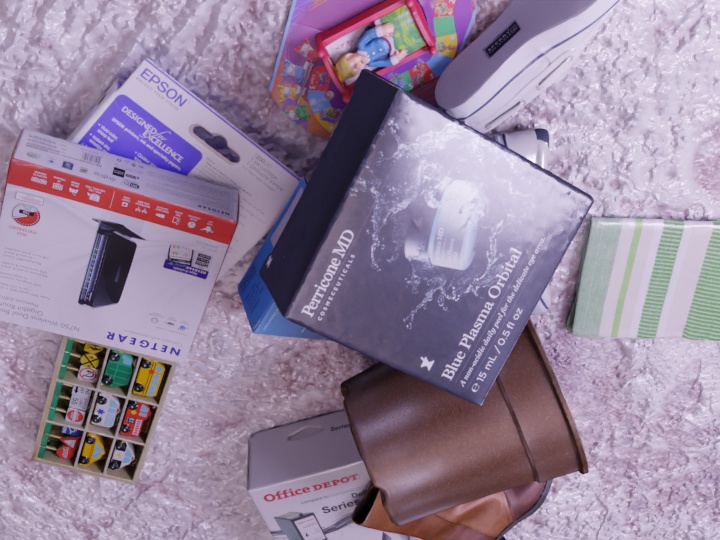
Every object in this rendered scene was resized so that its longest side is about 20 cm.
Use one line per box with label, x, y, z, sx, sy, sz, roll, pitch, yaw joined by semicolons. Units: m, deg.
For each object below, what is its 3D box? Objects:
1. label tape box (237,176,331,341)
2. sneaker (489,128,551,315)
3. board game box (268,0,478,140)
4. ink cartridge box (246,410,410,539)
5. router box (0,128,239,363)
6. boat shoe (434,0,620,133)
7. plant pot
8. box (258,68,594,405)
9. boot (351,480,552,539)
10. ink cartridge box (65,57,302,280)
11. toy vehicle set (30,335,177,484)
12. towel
label tape box;0.000;0.000;0.978;0.197;0.064;0.145;9;129;-37
sneaker;0.168;-0.042;0.959;0.069;0.074;0.202;-12;127;10
board game box;0.011;-0.184;0.863;0.155;0.039;0.202;13;126;-12
ink cartridge box;-0.035;0.273;1.178;0.143;0.085;0.202;-16;126;8
router box;-0.228;-0.015;0.918;0.196;0.049;0.181;15;126;-16
boat shoe;0.154;-0.193;0.855;0.199;0.075;0.065;-34;137;26
plant pot;0.095;0.143;0.993;0.195;0.201;0.202;-23;126;1
box;0.051;-0.027;0.834;0.197;0.118;0.199;25;100;-21
boot;0.108;0.229;1.133;0.198;0.069;0.190;28;101;-25
ink cartridge box;-0.177;-0.077;0.932;0.197;0.044;0.199;37;118;-27
toy vehicle set;-0.282;0.148;1.107;0.122;0.027;0.202;15;125;-14
towel;0.321;0.010;1.040;0.195;0.024;0.155;1;126;-2
